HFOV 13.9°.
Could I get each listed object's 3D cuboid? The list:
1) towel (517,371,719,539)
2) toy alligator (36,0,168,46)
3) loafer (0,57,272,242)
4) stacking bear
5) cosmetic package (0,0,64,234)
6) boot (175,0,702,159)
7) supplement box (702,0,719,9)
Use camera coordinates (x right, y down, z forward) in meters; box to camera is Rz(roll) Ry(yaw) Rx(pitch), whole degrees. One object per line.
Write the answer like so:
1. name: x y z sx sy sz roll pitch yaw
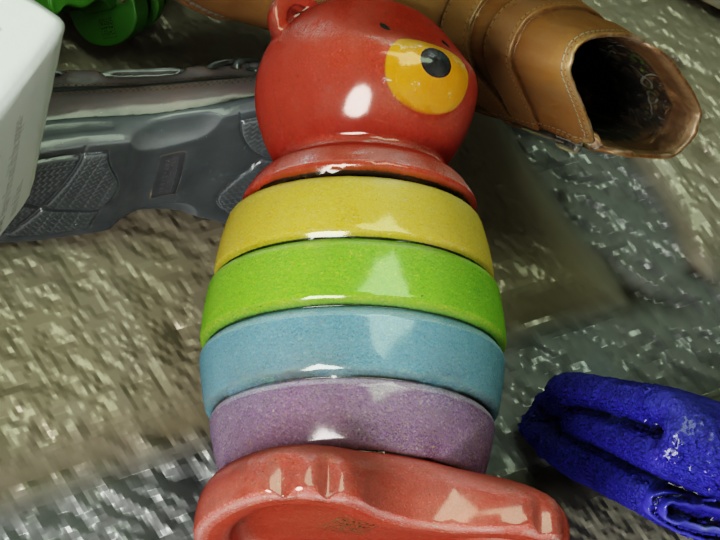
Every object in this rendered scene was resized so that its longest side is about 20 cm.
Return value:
1. towel: 0.168 0.089 1.080 0.199 0.148 0.050 18 85 -16
2. toy alligator: -0.082 -0.145 1.175 0.054 0.059 0.200 64 33 -31
3. loafer: -0.065 -0.056 1.099 0.199 0.072 0.063 -6 53 -30
4. stacking bear: 0.000 0.000 1.018 0.121 0.114 0.201 12 68 -27
5. cosmetic package: -0.211 -0.017 0.865 0.165 0.165 0.200 36 72 1
6. boot: 0.024 -0.095 1.115 0.200 0.077 0.155 24 5 -45
7. supplement box: 0.128 -0.204 1.326 0.199 0.074 0.126 25 45 -9
